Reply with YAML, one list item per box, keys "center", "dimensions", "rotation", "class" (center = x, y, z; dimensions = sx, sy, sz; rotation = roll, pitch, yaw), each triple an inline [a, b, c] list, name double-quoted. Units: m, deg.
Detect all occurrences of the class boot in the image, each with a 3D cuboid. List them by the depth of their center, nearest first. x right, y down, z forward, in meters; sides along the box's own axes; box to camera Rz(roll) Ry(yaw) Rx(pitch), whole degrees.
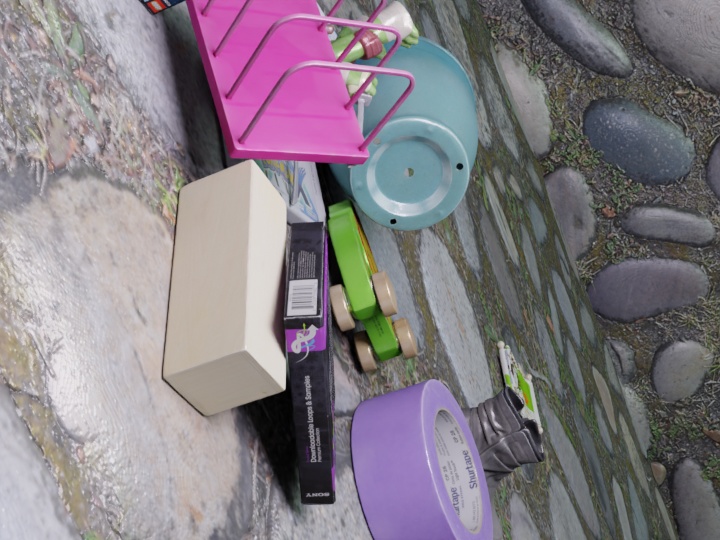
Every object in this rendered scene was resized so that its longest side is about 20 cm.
- center: [0.176, 0.255, 1.398]
  dimensions: [0.070, 0.130, 0.202]
  rotation: [-66, 134, -66]
  class: "boot"

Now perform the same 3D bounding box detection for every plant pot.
- center: [0.046, -0.146, 1.266]
  dimensions: [0.189, 0.198, 0.201]
  rotation: [-95, 159, -61]
  class: "plant pot"

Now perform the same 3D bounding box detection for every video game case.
- center: [-0.096, -0.144, 1.174]
  dimensions: [0.200, 0.022, 0.184]
  rotation: [35, 40, -61]
  class: "video game case"

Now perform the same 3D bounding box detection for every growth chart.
- center: [0.280, 0.204, 1.946]
  dimensions: [0.200, 0.018, 0.146]
  rotation: [47, 29, -54]
  class: "growth chart"

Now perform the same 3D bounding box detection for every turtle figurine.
- center: [-0.025, -0.178, 1.125]
  dimensions: [0.200, 0.193, 0.144]
  rotation: [45, -28, 15]
  class: "turtle figurine"

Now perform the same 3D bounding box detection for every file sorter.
- center: [-0.053, -0.214, 0.961]
  dimensions: [0.138, 0.125, 0.202]
  rotation: [0, 60, -34]
  class: "file sorter"

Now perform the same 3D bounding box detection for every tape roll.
- center: [0.069, 0.226, 1.191]
  dimensions: [0.201, 0.084, 0.201]
  rotation: [56, 23, -38]
  class: "tape roll"

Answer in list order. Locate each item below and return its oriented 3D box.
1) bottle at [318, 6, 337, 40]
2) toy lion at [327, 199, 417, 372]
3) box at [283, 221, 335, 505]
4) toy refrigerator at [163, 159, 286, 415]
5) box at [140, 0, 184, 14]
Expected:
- center: [-0.094, -0.304, 1.245]
  dimensions: [0.066, 0.083, 0.200]
  rotation: [-54, 135, -18]
  class: "bottle"
- center: [0.000, 0.000, 1.222]
  dimensions: [0.200, 0.068, 0.193]
  rotation: [64, 9, -63]
  class: "toy lion"
- center: [-0.041, 0.080, 0.953]
  dimensions: [0.144, 0.036, 0.202]
  rotation: [-92, 178, -57]
  class: "box"
- center: [-0.106, 0.012, 0.903]
  dimensions: [0.070, 0.075, 0.202]
  rotation: [52, 25, -44]
  class: "toy refrigerator"
- center: [-0.214, -0.356, 1.014]
  dimensions: [0.137, 0.037, 0.202]
  rotation: [48, 29, -52]
  class: "box"
